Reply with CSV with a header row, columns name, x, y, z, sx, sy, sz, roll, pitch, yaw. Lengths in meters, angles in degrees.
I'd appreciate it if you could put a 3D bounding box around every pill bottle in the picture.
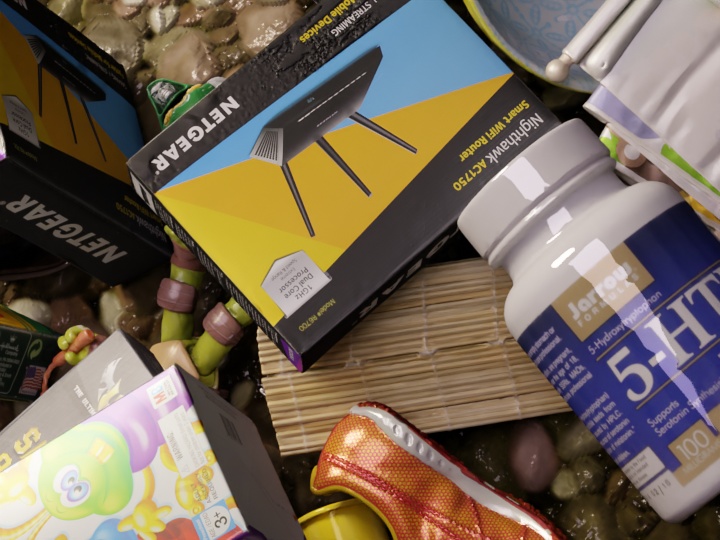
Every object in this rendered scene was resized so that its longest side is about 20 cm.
name,x,y,z,sx,sy,sz,roll,pitch,yaw
pill bottle,0.148,0.023,1.065,0.120,0.120,0.200,-40,80,4

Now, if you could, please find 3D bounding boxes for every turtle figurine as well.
name,x,y,z,sx,sy,sz,roll,pitch,yaw
turtle figurine,-0.103,0.064,1.200,0.200,0.064,0.162,34,105,37

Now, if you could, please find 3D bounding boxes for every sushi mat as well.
name,x,y,z,sx,sy,sz,roll,pitch,yaw
sushi mat,0.042,0.044,1.132,0.199,0.012,0.096,-8,93,-2

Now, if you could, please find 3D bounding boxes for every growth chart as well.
name,x,y,z,sx,sy,sz,roll,pitch,yaw
growth chart,0.201,-0.084,1.122,0.145,0.018,0.200,-43,90,-1

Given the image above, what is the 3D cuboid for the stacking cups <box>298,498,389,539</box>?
name,x,y,z,sx,sy,sz,roll,pitch,yaw
stacking cups,0.014,0.229,1.106,0.060,0.060,0.201,-23,66,12

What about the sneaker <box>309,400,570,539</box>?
name,x,y,z,sx,sy,sz,roll,pitch,yaw
sneaker,0.062,0.153,1.096,0.199,0.073,0.077,34,89,11

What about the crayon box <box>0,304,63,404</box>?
name,x,y,z,sx,sy,sz,roll,pitch,yaw
crayon box,-0.302,0.020,1.257,0.199,0.127,0.051,23,91,25

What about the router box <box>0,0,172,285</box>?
name,x,y,z,sx,sy,sz,roll,pitch,yaw
router box,-0.195,-0.090,1.208,0.051,0.200,0.150,-24,66,15

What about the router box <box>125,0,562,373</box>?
name,x,y,z,sx,sy,sz,roll,pitch,yaw
router box,-0.008,-0.064,1.118,0.200,0.051,0.149,-41,79,-12

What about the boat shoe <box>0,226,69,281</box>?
name,x,y,z,sx,sy,sz,roll,pitch,yaw
boat shoe,-0.253,-0.025,1.222,0.059,0.200,0.072,42,111,25

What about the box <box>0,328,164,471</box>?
name,x,y,z,sx,sy,sz,roll,pitch,yaw
box,-0.135,0.157,1.109,0.158,0.048,0.200,-41,59,3

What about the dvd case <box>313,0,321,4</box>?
name,x,y,z,sx,sy,sz,roll,pitch,yaw
dvd case,0.046,-0.230,1.199,0.200,0.150,0.025,-45,70,2

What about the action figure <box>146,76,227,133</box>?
name,x,y,z,sx,sy,sz,roll,pitch,yaw
action figure,-0.074,-0.079,1.228,0.118,0.055,0.200,-47,42,-13

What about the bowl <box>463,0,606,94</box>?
name,x,y,z,sx,sy,sz,roll,pitch,yaw
bowl,0.131,-0.210,1.172,0.200,0.200,0.108,-50,20,-1

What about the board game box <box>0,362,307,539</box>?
name,x,y,z,sx,sy,sz,roll,pitch,yaw
board game box,-0.139,0.154,1.023,0.199,0.105,0.103,-32,61,8

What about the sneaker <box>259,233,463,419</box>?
name,x,y,z,sx,sy,sz,roll,pitch,yaw
sneaker,0.000,0.000,1.180,0.082,0.075,0.201,20,80,25
